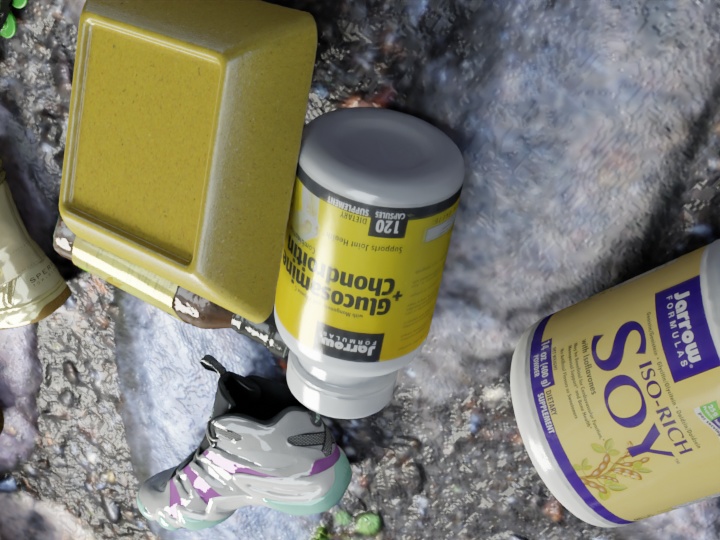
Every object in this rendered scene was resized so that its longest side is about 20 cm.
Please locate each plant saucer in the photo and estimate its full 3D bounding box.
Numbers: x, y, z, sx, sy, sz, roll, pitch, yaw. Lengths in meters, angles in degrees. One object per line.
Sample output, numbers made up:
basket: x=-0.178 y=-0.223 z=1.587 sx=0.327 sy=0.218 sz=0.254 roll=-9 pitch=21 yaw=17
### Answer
plant saucer: x=-0.130 y=-0.086 z=0.758 sx=0.199 sy=0.048 sz=0.202 roll=22 pitch=110 yaw=35

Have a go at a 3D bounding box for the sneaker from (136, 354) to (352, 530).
sneaker: x=-0.115 y=0.134 z=0.951 sx=0.198 sy=0.078 sz=0.141 roll=-13 pitch=113 yaw=19

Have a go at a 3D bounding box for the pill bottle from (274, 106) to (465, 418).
pill bottle: x=0.000 y=0.000 z=0.788 sx=0.111 sy=0.112 sz=0.202 roll=18 pitch=125 yaw=12

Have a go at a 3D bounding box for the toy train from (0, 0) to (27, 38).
toy train: x=-0.275 y=-0.194 z=0.834 sx=0.056 sy=0.042 sz=0.200 roll=42 pitch=128 yaw=7

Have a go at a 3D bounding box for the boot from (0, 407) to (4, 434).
boot: x=-0.446 y=0.111 z=1.077 sx=0.154 sy=0.072 sz=0.200 roll=-29 pitch=111 yaw=35

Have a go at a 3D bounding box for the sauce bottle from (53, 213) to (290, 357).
sauce bottle: x=-0.136 y=0.004 z=0.879 sx=0.199 sy=0.065 sz=0.065 roll=28 pitch=127 yaw=7

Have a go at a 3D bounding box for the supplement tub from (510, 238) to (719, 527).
supplement tub: x=0.210 y=0.066 z=0.717 sx=0.199 sy=0.146 sz=0.146 roll=-28 pitch=106 yaw=34

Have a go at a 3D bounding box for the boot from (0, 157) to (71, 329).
boot: x=-0.351 y=-0.022 z=0.951 sx=0.198 sy=0.073 sz=0.157 roll=-8 pitch=117 yaw=25
